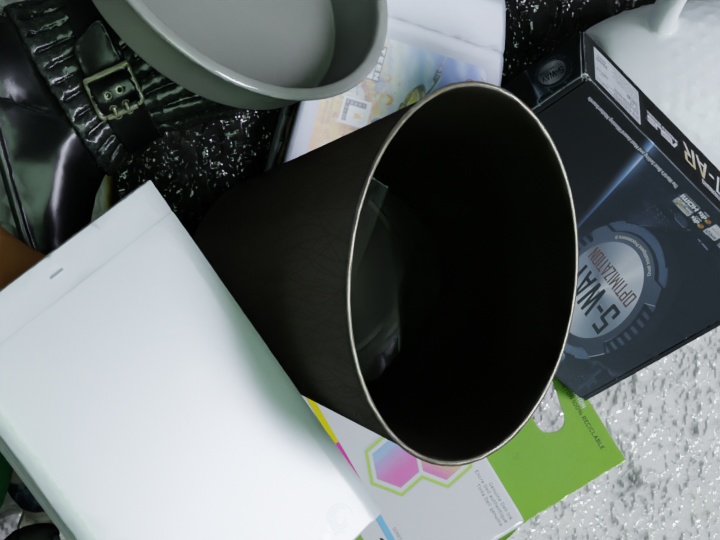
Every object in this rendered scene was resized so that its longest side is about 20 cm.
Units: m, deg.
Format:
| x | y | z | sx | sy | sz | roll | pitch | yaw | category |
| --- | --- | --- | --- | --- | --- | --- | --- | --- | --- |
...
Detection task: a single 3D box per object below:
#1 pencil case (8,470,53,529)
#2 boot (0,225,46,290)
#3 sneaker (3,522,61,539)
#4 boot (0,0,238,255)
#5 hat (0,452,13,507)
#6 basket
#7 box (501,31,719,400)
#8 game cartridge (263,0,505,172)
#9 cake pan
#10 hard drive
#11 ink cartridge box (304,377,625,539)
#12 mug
| x | y | z | sx | sy | sz | roll | pitch | yaw | category |
| --- | --- | --- | --- | --- | --- | --- | --- | --- | --- |
| -0.110 | 0.106 | 0.825 | 0.077 | 0.198 | 0.091 | 7 | 83 | -50 | pencil case |
| -0.200 | -0.016 | 0.750 | 0.198 | 0.077 | 0.157 | -23 | 80 | -33 | boot |
| -0.222 | 0.197 | 0.817 | 0.114 | 0.201 | 0.076 | 3 | 56 | -14 | sneaker |
| -0.138 | -0.062 | 0.840 | 0.156 | 0.079 | 0.214 | -19 | 108 | -19 | boot |
| -0.190 | 0.100 | 0.754 | 0.165 | 0.175 | 0.203 | 15 | 93 | -55 | hat |
| 0.000 | 0.000 | 0.798 | 0.135 | 0.199 | 0.183 | 10 | 85 | -31 | basket |
| 0.132 | -0.025 | 0.898 | 0.159 | 0.044 | 0.200 | -33 | 121 | 31 | box |
| 0.016 | -0.092 | 0.926 | 0.132 | 0.041 | 0.203 | 13 | 96 | -21 | game cartridge |
| -0.073 | -0.169 | 0.809 | 0.199 | 0.037 | 0.202 | 23 | 50 | -29 | cake pan |
| -0.093 | 0.077 | 0.718 | 0.132 | 0.026 | 0.201 | -39 | 100 | -26 | hard drive |
| 0.054 | 0.097 | 0.924 | 0.198 | 0.076 | 0.149 | -29 | 77 | -15 | ink cartridge box |
| 0.224 | -0.118 | 0.935 | 0.173 | 0.149 | 0.202 | 3 | 130 | -14 | mug |
